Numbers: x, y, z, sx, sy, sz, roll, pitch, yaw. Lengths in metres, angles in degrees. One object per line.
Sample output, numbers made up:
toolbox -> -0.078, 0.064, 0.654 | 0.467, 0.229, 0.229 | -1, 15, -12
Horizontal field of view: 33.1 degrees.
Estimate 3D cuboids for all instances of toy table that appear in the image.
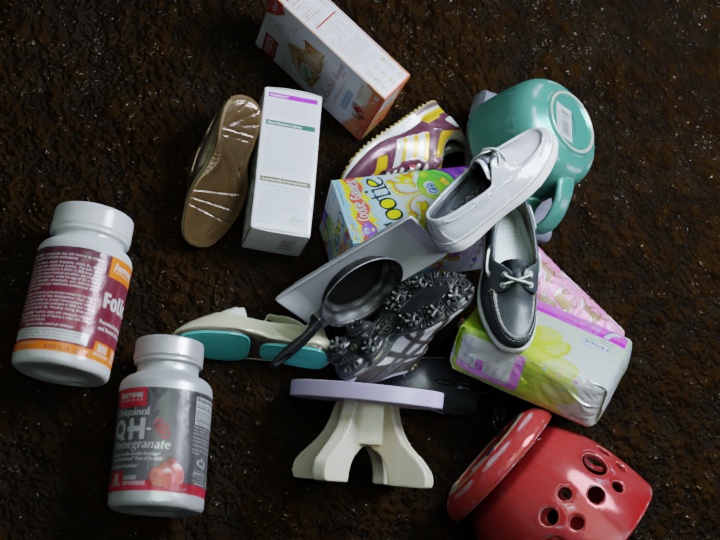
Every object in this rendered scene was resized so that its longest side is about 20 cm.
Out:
toy table -> 0.003, 0.196, 1.447 | 0.184, 0.200, 0.117 | 15, 77, -46

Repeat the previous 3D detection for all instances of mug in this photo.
mug -> 0.240, -0.158, 1.579 | 0.152, 0.114, 0.185 | -37, 98, -48

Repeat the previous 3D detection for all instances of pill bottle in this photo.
pill bottle -> -0.334, 0.028, 1.430 | 0.114, 0.114, 0.200 | 12, 70, -11
pill bottle -> -0.230, 0.181, 1.410 | 0.111, 0.111, 0.200 | 7, 71, -13

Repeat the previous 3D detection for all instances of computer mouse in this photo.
computer mouse -> 0.116, 0.122, 1.560 | 0.200, 0.046, 0.141 | 12, 70, -11

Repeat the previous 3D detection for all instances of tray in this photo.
tray -> 0.000, 0.000, 1.493 | 0.200, 0.107, 0.022 | -31, 52, 15

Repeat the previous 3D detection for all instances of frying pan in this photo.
frying pan -> -0.024, 0.049, 1.474 | 0.115, 0.190, 0.031 | 14, 33, -52

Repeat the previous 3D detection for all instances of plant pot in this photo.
plant pot -> 0.221, 0.276, 1.458 | 0.182, 0.200, 0.200 | 43, 67, 6

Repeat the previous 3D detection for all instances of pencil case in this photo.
pencil case -> 0.256, 0.044, 1.607 | 0.083, 0.087, 0.200 | -45, 87, 7

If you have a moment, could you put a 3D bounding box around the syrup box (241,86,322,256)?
syrup box -> -0.101, -0.128, 1.565 | 0.081, 0.079, 0.200 | 9, 70, -12

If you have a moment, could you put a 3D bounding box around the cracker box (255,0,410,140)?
cracker box -> -0.041, -0.280, 1.602 | 0.200, 0.134, 0.058 | 44, 67, 2

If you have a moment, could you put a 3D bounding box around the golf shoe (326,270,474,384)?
golf shoe -> 0.058, 0.075, 1.496 | 0.200, 0.095, 0.078 | -31, 50, 5

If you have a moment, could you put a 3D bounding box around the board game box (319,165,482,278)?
board game box -> 0.061, -0.057, 1.561 | 0.200, 0.105, 0.103 | -8, 57, -18

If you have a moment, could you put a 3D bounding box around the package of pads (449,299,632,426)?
package of pads -> 0.225, 0.102, 1.501 | 0.200, 0.068, 0.155 | 22, 29, 15

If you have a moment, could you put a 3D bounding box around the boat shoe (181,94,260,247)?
boat shoe -> -0.186, -0.128, 1.550 | 0.072, 0.072, 0.200 | 16, 90, -28

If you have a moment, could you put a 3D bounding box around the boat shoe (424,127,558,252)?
boat shoe -> 0.155, -0.111, 1.456 | 0.200, 0.069, 0.072 | -40, 46, -5

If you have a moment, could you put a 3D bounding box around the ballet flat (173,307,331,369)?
ballet flat -> -0.132, 0.080, 1.503 | 0.200, 0.069, 0.070 | 11, 70, -14

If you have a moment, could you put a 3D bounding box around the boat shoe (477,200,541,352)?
boat shoe -> 0.180, -0.001, 1.458 | 0.076, 0.060, 0.200 | 1, 61, -11

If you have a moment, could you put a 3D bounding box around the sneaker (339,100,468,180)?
sneaker -> 0.059, -0.145, 1.617 | 0.200, 0.075, 0.090 | -40, 81, -22

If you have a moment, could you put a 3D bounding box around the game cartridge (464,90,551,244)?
game cartridge -> 0.202, -0.143, 1.655 | 0.133, 0.041, 0.200 | 11, 69, -30
